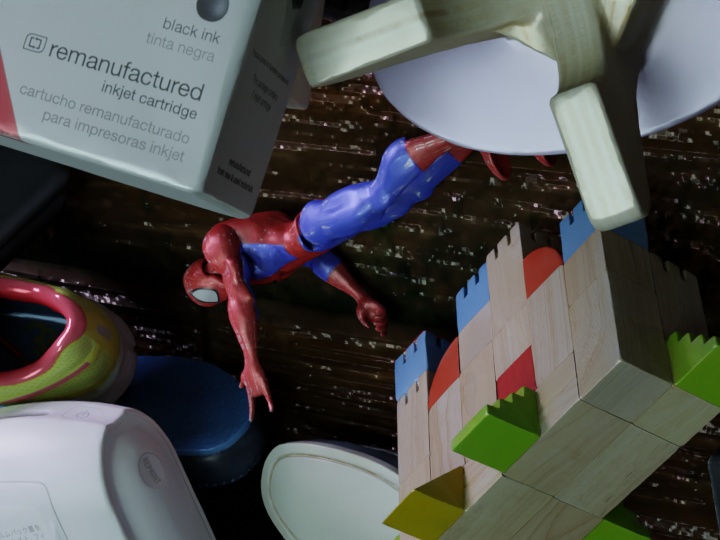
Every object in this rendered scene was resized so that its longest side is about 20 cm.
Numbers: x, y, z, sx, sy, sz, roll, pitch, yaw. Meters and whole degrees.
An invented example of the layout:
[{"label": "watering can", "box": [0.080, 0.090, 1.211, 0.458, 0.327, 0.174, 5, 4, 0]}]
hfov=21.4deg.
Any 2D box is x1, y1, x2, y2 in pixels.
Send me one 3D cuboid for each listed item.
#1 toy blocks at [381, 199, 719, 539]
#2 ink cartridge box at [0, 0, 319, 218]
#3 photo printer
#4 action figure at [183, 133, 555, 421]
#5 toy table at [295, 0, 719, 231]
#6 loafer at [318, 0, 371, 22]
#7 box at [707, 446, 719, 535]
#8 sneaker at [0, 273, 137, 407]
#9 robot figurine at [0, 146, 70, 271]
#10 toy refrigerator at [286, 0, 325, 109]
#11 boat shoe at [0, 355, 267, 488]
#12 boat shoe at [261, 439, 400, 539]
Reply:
[{"label": "toy blocks", "box": [0.076, 0.043, 0.801, 0.100, 0.137, 0.200, 24, 128, -21]}, {"label": "ink cartridge box", "box": [-0.084, -0.138, 0.695, 0.143, 0.084, 0.201, 17, 87, 10]}, {"label": "photo printer", "box": [-0.138, 0.158, 0.906, 0.166, 0.069, 0.201, -16, 105, 31]}, {"label": "action figure", "box": [0.000, 0.000, 0.865, 0.199, 0.065, 0.100, -20, 87, 35]}, {"label": "toy table", "box": [0.080, -0.111, 0.710, 0.199, 0.117, 0.185, -31, 86, 20]}, {"label": "loafer", "box": [-0.046, -0.156, 0.841, 0.199, 0.071, 0.073, 22, 87, 12]}, {"label": "box", "box": [0.251, 0.107, 0.732, 0.199, 0.106, 0.123, -2, 107, 32]}, {"label": "sneaker", "box": [-0.210, 0.031, 0.904, 0.199, 0.090, 0.079, -6, 75, 0]}, {"label": "robot figurine", "box": [-0.232, -0.088, 0.935, 0.200, 0.125, 0.150, 44, 124, 3]}, {"label": "toy refrigerator", "box": [-0.049, -0.172, 0.768, 0.075, 0.070, 0.201, 9, 89, 12]}, {"label": "boat shoe", "box": [-0.115, 0.085, 0.976, 0.199, 0.084, 0.069, 8, 126, 47]}, {"label": "boat shoe", "box": [0.049, 0.123, 0.890, 0.199, 0.062, 0.075, 16, 115, 23]}]
